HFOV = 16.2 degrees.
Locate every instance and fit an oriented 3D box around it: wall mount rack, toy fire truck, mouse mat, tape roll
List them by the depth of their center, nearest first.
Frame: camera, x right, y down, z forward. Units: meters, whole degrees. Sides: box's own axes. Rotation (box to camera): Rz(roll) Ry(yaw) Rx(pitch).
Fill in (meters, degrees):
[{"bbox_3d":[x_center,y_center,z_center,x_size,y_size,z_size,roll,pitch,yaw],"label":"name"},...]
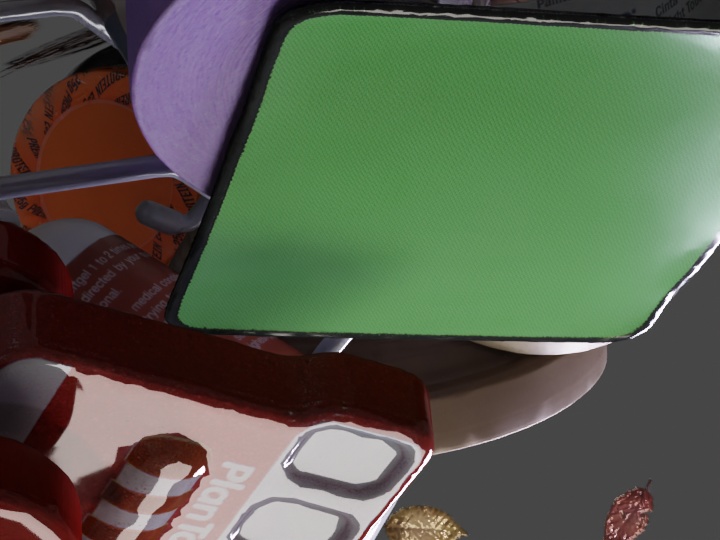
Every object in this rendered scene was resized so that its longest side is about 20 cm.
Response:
[{"bbox_3d":[0.036,-0.079,0.685,0.200,0.066,0.200,-5,155,-2],"label":"tape roll"},{"bbox_3d":[0.037,-0.022,0.723,0.161,0.008,0.200,2,155,-14],"label":"mouse mat"},{"bbox_3d":[-0.090,0.086,0.778,0.168,0.112,0.200,17,130,-23],"label":"toy fire truck"},{"bbox_3d":[-0.086,-0.038,0.846,0.174,0.200,0.075,33,103,-38],"label":"wall mount rack"}]

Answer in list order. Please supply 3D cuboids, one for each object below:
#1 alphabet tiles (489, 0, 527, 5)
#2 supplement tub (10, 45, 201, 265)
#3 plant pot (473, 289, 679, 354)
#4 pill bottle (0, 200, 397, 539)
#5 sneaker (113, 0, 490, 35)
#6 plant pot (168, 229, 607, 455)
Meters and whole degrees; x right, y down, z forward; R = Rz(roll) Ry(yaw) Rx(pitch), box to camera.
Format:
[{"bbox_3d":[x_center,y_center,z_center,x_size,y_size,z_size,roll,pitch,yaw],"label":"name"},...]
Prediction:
[{"bbox_3d":[0.060,-0.082,0.841,0.200,0.167,0.008,-21,-149,37],"label":"alphabet tiles"},{"bbox_3d":[-0.073,-0.051,1.196,0.122,0.123,0.200,-18,179,25],"label":"supplement tub"},{"bbox_3d":[0.095,-0.091,0.932,0.187,0.187,0.200,-17,165,-30],"label":"plant pot"},{"bbox_3d":[-0.089,0.052,0.925,0.112,0.200,0.112,-54,169,-15],"label":"pill bottle"},{"bbox_3d":[0.018,-0.061,0.816,0.100,0.200,0.075,-41,-157,43],"label":"sneaker"},{"bbox_3d":[0.000,0.000,1.045,0.201,0.093,0.201,-5,-160,2],"label":"plant pot"}]
